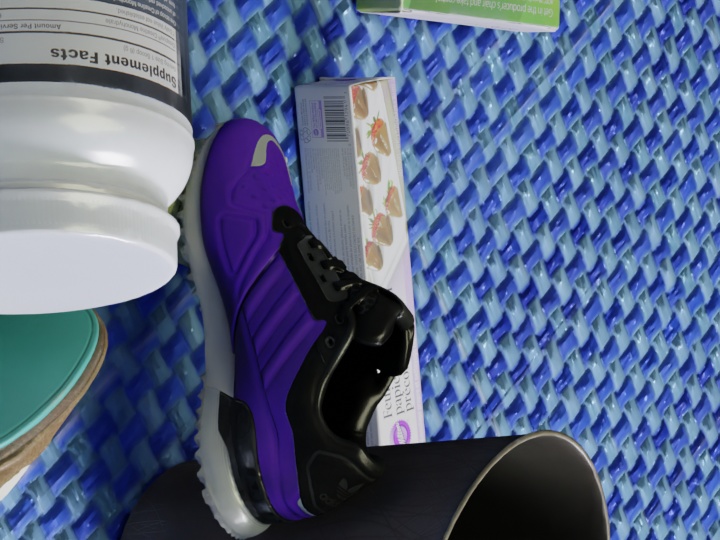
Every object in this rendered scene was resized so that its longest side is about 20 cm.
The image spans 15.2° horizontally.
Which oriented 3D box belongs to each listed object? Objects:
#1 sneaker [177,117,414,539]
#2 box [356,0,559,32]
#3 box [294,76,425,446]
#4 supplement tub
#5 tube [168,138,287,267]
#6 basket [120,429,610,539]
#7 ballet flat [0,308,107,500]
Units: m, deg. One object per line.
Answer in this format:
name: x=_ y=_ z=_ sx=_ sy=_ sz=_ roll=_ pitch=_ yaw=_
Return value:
sneaker: x=-0.022 y=0.018 z=1.232 sx=0.070 sy=0.099 sz=0.201 roll=32 pitch=47 yaw=-56
box: x=0.056 y=-0.232 z=1.455 sx=0.144 sy=0.036 sz=0.201 roll=1 pitch=90 yaw=-51
box: x=0.000 y=0.000 z=1.393 sx=0.039 sy=0.041 sz=0.201 roll=-15 pitch=103 yaw=-49
supplement tub: x=-0.140 y=-0.094 z=1.110 sx=0.140 sy=0.140 sz=0.201 roll=16 pitch=66 yaw=-50
tube: x=-0.096 y=-0.036 z=1.273 sx=0.058 sy=0.052 sz=0.200 roll=-54 pitch=146 yaw=14
basket: x=-0.007 y=0.152 z=1.266 sx=0.136 sy=0.200 sz=0.181 roll=44 pitch=60 yaw=-43
ballet flat: x=-0.183 y=0.091 z=1.160 sx=0.200 sy=0.068 sz=0.072 roll=-49 pitch=158 yaw=-34
